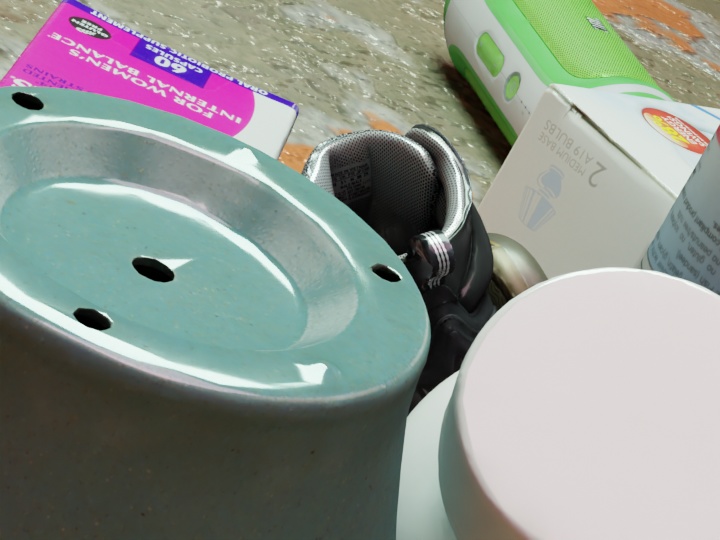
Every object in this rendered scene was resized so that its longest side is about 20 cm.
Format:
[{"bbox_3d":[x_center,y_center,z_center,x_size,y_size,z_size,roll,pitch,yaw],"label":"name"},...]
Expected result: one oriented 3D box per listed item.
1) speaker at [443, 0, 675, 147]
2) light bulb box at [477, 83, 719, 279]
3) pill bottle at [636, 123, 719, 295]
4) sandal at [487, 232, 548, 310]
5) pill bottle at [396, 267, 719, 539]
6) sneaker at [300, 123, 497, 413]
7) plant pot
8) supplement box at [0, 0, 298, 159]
[{"bbox_3d":[0.107,-0.096,1.412,0.088,0.089,0.200,17,24,-26],"label":"speaker"},{"bbox_3d":[0.171,0.029,1.153,0.200,0.125,0.198,3,33,-49],"label":"light bulb box"},{"bbox_3d":[0.137,0.043,0.973,0.108,0.200,0.109,24,22,-10],"label":"pill bottle"},{"bbox_3d":[0.054,0.019,1.017,0.082,0.054,0.200,59,-12,8],"label":"sandal"},{"bbox_3d":[0.056,0.089,0.731,0.119,0.200,0.120,3,56,-5],"label":"pill bottle"},{"bbox_3d":[0.000,0.000,0.920,0.075,0.114,0.200,-21,25,-17],"label":"sneaker"},{"bbox_3d":[-0.076,0.067,0.652,0.199,0.188,0.200,19,26,-10],"label":"plant pot"},{"bbox_3d":[-0.097,-0.007,0.939,0.101,0.104,0.200,25,23,-4],"label":"supplement box"}]
